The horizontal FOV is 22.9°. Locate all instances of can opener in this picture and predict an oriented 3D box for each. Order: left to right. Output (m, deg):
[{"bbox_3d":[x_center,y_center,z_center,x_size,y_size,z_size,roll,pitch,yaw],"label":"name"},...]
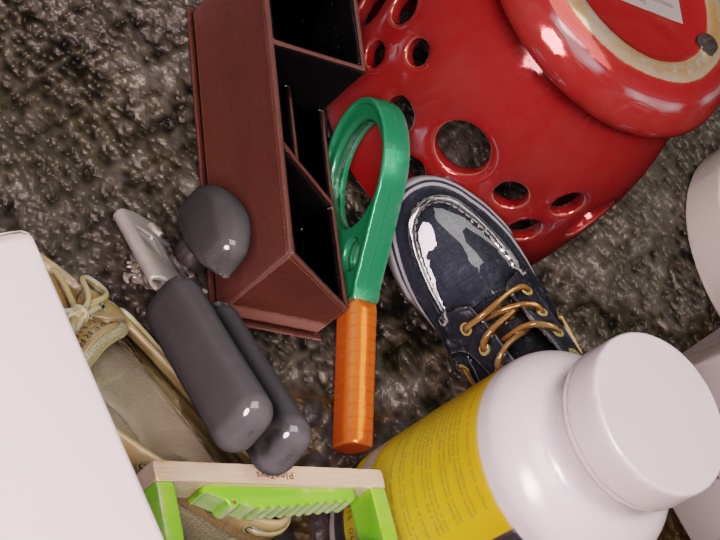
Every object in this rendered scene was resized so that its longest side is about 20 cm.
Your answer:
[{"bbox_3d":[-0.072,0.019,0.858,0.053,0.067,0.200,33,16,-37],"label":"can opener"}]

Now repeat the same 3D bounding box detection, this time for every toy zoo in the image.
[{"bbox_3d":[-0.023,0.180,0.776,0.131,0.020,0.201,7,57,-37],"label":"toy zoo"}]

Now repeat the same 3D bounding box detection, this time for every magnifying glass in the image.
[{"bbox_3d":[0.000,0.000,0.974,0.022,0.080,0.201,14,67,-25],"label":"magnifying glass"}]

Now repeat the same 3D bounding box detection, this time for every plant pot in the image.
[{"bbox_3d":[0.104,-0.123,1.052,0.200,0.182,0.202,18,57,-30],"label":"plant pot"}]

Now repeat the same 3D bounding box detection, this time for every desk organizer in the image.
[{"bbox_3d":[-0.041,-0.072,0.973,0.071,0.077,0.201,12,58,-33],"label":"desk organizer"}]

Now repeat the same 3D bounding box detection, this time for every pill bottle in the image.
[{"bbox_3d":[0.080,0.108,0.876,0.112,0.200,0.113,20,53,-29],"label":"pill bottle"}]

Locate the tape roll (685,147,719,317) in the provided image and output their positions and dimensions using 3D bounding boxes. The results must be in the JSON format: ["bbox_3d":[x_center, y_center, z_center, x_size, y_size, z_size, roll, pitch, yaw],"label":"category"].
[{"bbox_3d":[0.313,-0.006,1.252,0.202,0.037,0.204,21,53,-29],"label":"tape roll"}]

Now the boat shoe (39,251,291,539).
[{"bbox_3d":[-0.113,0.057,0.845,0.201,0.063,0.073,51,45,-3],"label":"boat shoe"}]

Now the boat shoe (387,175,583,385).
[{"bbox_3d":[0.085,0.035,0.975,0.071,0.091,0.201,-34,99,-5],"label":"boat shoe"}]

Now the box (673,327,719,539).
[{"bbox_3d":[0.282,0.062,1.075,0.199,0.152,0.107,-29,86,-32],"label":"box"}]

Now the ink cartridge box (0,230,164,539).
[{"bbox_3d":[-0.195,0.102,0.654,0.146,0.200,0.147,-15,75,-43],"label":"ink cartridge box"}]
